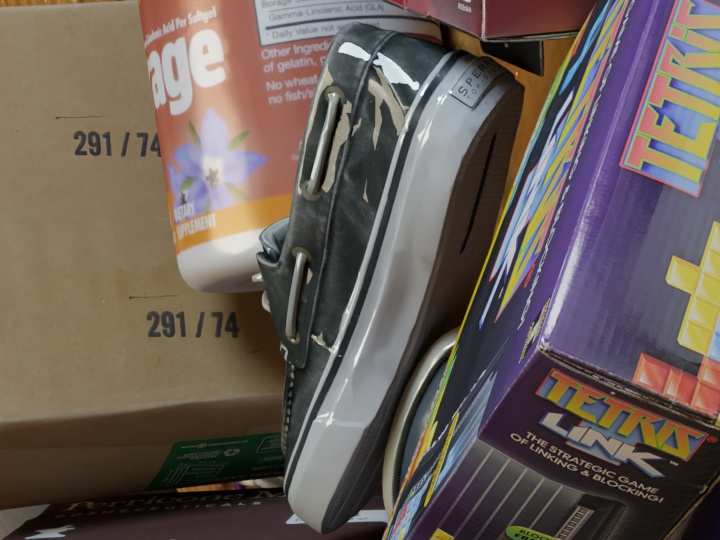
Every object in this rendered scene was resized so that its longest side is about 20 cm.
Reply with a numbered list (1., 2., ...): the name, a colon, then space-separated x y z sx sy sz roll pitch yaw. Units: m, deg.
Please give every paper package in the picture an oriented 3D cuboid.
1. paper package: -0.094 -0.009 1.091 0.103 0.199 0.191 127 134 -62

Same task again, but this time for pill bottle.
1. pill bottle: -0.028 -0.098 1.006 0.112 0.112 0.201 155 107 -70

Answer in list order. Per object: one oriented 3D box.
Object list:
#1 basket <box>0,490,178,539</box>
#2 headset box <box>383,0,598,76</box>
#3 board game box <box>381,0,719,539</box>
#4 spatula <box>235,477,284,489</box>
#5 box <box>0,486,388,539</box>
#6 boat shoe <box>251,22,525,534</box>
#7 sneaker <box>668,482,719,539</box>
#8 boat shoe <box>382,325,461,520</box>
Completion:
1. basket: -0.100 0.206 1.294 0.200 0.136 0.181 40 147 57
2. headset box: 0.042 -0.163 0.842 0.149 0.075 0.201 -147 53 -66
3. board game box: 0.071 -0.013 0.689 0.165 0.057 0.200 115 177 -57
4. spatula: -0.037 0.104 1.234 0.200 0.021 0.057 -141 35 -60
5. box: -0.063 0.181 1.014 0.200 0.165 0.165 -35 -60 -78
6. boat shoe: 0.000 0.000 0.914 0.071 0.072 0.200 30 126 18
7. sneaker: 0.124 0.078 0.711 0.099 0.070 0.200 37 128 10
8. boat shoe: 0.046 0.115 0.924 0.062 0.075 0.201 -129 40 -57
